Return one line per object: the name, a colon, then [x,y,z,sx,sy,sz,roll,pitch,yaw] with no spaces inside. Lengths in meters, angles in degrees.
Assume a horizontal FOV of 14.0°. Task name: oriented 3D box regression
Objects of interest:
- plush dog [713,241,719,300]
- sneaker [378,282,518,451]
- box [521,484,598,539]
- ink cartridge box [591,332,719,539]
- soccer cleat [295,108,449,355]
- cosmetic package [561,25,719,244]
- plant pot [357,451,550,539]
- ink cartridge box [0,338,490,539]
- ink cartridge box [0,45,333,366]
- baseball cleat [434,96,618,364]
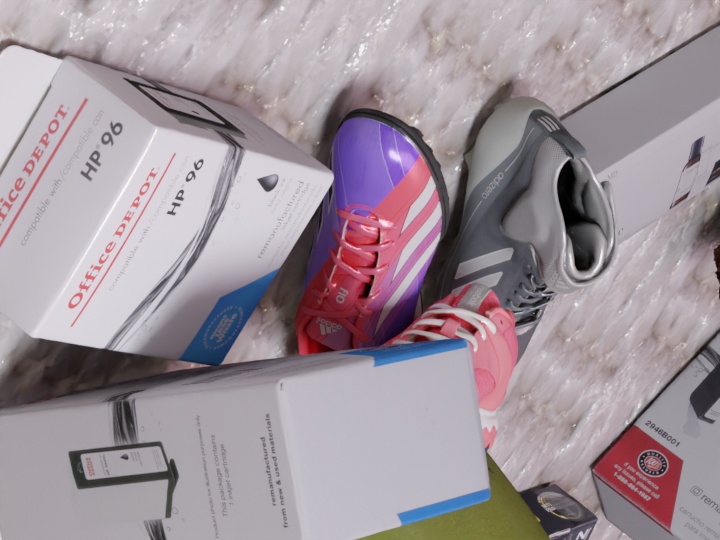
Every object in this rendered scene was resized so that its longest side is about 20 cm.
plush dog: [0.297,-0.050,1.899,0.200,0.160,0.172,-25,161,-40]
sneaker: [0.040,0.045,1.542,0.200,0.074,0.087,10,103,-78]
box: [0.064,0.247,1.951,0.161,0.049,0.200,-11,131,-49]
ink cartridge box: [0.282,0.125,2.037,0.200,0.144,0.084,-45,151,-15]
soccer cleat: [0.000,0.000,1.544,0.073,0.068,0.200,-52,160,-37]
cosmetic package: [0.172,-0.072,1.746,0.200,0.051,0.083,-32,145,-34]
plant pot: [0.031,0.172,1.654,0.187,0.200,0.187,-37,148,-28]
ink cartridge box: [-0.061,0.089,1.415,0.146,0.200,0.084,-11,92,-50]
ink cartridge box: [-0.111,-0.026,1.354,0.116,0.068,0.200,-59,151,11]
baseball cleat: [0.092,0.002,1.652,0.070,0.106,0.200,-20,135,-25]
